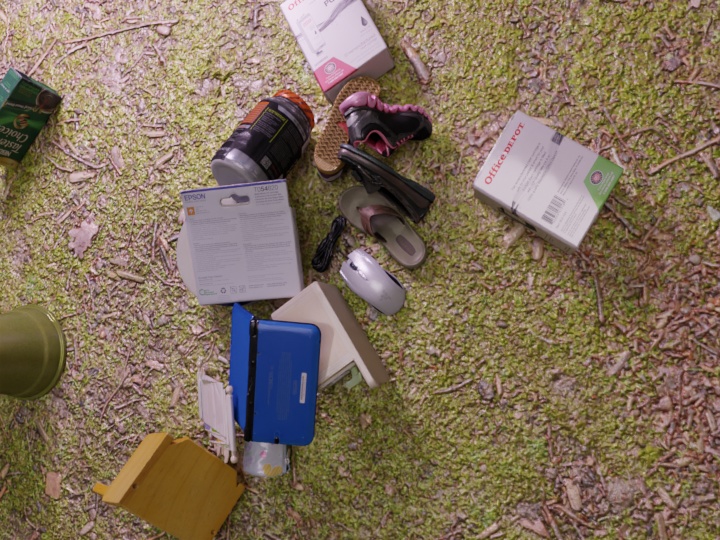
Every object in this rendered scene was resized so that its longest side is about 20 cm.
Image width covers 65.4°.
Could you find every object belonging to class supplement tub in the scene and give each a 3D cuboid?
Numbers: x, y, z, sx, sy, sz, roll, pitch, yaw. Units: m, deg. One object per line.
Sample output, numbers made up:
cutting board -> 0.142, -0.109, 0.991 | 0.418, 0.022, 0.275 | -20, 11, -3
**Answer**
supplement tub -> -0.172, -0.225, 1.022 | 0.120, 0.124, 0.203 | 26, 63, 15

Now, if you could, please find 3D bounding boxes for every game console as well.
game console -> -0.151, 0.171, 0.950 | 0.164, 0.118, 0.208 | 5, 100, -1

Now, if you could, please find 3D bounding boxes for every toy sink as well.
toy sink -> -0.052, 0.138, 0.984 | 0.111, 0.130, 0.203 | -34, 79, 9

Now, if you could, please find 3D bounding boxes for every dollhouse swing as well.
dollhouse swing -> -0.357, 0.392, 1.033 | 0.174, 0.200, 0.184 | 9, 58, 53

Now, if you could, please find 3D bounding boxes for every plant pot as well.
plant pot -> -0.744, 0.169, 1.136 | 0.193, 0.184, 0.208 | -1, 84, 14

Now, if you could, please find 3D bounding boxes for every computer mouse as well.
computer mouse -> 0.000, 0.000, 1.025 | 0.199, 0.044, 0.111 | 40, 96, 15

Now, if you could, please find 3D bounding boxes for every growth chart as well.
growth chart -> -0.266, 0.259, 1.023 | 0.198, 0.017, 0.150 | 8, 100, 57

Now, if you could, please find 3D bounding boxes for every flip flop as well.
flip flop -> 0.040, -0.082, 1.015 | 0.081, 0.057, 0.200 | -46, 76, 7

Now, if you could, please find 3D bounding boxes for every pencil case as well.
pencil case -> -0.168, 0.268, 1.025 | 0.088, 0.082, 0.208 | -3, 83, 37

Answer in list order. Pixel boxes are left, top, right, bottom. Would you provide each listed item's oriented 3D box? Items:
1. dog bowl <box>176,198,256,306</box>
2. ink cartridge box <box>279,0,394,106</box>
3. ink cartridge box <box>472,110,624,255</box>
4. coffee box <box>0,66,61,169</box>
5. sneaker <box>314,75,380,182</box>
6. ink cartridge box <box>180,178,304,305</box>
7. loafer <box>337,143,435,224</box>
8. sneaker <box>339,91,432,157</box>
dog bowl -> -0.250, -0.035, 1.077 | 0.193, 0.079, 0.208 | -1, 84, 14
ink cartridge box -> -0.045, -0.442, 1.056 | 0.144, 0.083, 0.204 | -30, 79, 10
ink cartridge box -> 0.306, -0.145, 0.936 | 0.197, 0.084, 0.148 | 34, 93, 15
coffee box -> -0.754, -0.324, 1.216 | 0.044, 0.123, 0.202 | 38, 94, 11
sneaker -> -0.026, -0.261, 1.036 | 0.074, 0.090, 0.204 | 29, 81, 5
ink cartridge box -> -0.203, -0.049, 0.979 | 0.192, 0.041, 0.207 | -4, 103, 6
loafer -> 0.040, -0.149, 0.978 | 0.196, 0.072, 0.064 | 26, 94, -17
sneaker -> 0.050, -0.237, 0.969 | 0.078, 0.195, 0.099 | -27, 69, 50
